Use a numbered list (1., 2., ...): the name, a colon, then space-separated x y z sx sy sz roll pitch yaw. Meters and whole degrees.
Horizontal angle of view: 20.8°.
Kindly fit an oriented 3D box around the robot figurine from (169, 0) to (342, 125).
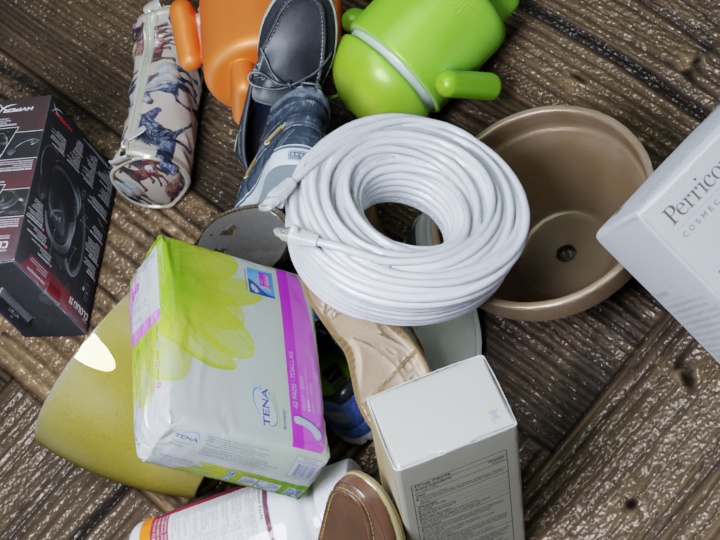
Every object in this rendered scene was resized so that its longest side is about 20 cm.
1. robot figurine: -0.102 -0.237 1.912 0.143 0.116 0.201 -25 52 27

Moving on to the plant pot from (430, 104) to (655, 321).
1. plant pot: 0.167 -0.035 1.694 0.199 0.093 0.202 -10 59 17

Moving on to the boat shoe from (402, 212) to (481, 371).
1. boat shoe: 0.062 0.044 1.727 0.062 0.072 0.202 -37 46 56

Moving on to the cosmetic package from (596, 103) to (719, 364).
1. cosmetic package: 0.319 -0.023 1.529 0.200 0.165 0.165 44 84 0

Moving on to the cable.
1. cable: 0.036 -0.041 1.610 0.199 0.070 0.200 28 50 12

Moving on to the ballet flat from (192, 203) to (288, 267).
1. ballet flat: -0.124 -0.010 1.789 0.200 0.068 0.046 -37 4 43

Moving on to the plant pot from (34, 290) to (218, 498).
1. plant pot: -0.166 0.115 1.708 0.142 0.200 0.200 38 79 10

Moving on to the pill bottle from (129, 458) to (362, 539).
1. pill bottle: -0.085 0.232 1.637 0.198 0.110 0.110 -21 55 11

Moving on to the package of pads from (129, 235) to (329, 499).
1. package of pads: -0.111 0.076 1.593 0.068 0.153 0.201 -50 36 39

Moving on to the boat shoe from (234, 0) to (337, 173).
1. boat shoe: -0.069 -0.171 1.801 0.074 0.201 0.062 16 26 -9

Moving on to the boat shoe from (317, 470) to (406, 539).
1. boat shoe: -0.009 0.252 1.539 0.072 0.202 0.067 25 37 35

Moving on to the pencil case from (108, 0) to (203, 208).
1. pencil case: -0.197 -0.166 1.930 0.077 0.090 0.202 -7 58 20

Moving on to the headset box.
1. headset box: -0.310 -0.041 1.869 0.077 0.149 0.202 -3 61 22

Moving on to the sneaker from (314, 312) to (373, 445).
1. sneaker: -0.047 0.063 1.731 0.078 0.089 0.200 -43 52 -5

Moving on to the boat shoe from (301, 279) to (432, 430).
1. boat shoe: 0.024 0.069 1.639 0.073 0.069 0.201 -31 76 19

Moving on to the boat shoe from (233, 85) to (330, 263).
1. boat shoe: -0.072 -0.082 1.785 0.070 0.200 0.092 17 57 -14

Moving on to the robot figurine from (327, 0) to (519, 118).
1. robot figurine: 0.055 -0.213 1.831 0.200 0.116 0.175 -47 48 -7

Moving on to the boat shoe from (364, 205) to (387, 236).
1. boat shoe: 0.000 0.000 1.759 0.072 0.072 0.201 -16 49 2

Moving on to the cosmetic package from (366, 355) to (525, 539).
1. cosmetic package: 0.070 0.162 1.545 0.104 0.201 0.071 -19 55 -8
